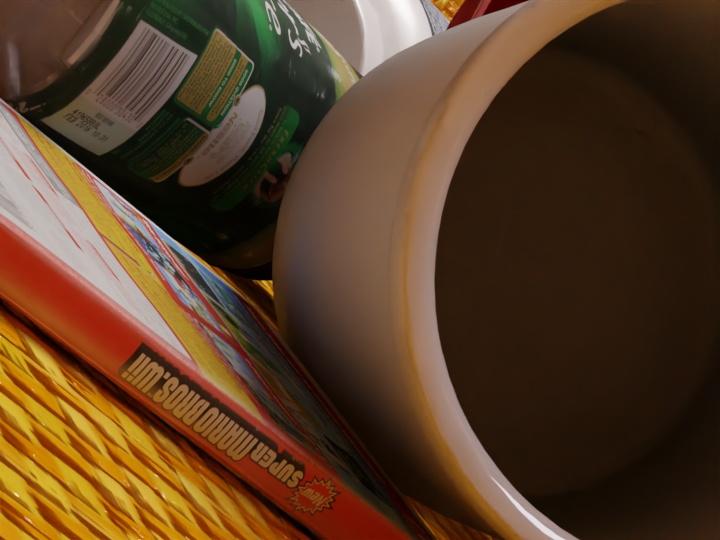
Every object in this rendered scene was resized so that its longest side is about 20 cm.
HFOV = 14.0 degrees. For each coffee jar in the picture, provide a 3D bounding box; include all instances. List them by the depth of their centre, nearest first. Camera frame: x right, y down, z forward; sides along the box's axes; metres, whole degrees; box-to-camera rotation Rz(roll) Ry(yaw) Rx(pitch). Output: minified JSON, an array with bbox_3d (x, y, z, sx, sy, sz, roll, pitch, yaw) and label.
[{"bbox_3d":[-0.067,-0.066,0.917,0.104,0.085,0.200,40,2,27],"label":"coffee jar"}]

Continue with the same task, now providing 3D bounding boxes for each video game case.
[{"bbox_3d":[-0.063,0.004,0.769,0.200,0.017,0.143,40,6,-41],"label":"video game case"}]

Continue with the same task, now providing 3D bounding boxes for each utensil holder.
[{"bbox_3d":[0.070,0.001,0.833,0.170,0.170,0.200,44,-8,-9],"label":"utensil holder"}]

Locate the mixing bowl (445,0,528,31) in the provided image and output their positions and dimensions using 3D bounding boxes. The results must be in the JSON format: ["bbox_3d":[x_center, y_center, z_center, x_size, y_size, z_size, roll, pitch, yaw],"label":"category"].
[{"bbox_3d":[0.094,-0.040,1.014,0.200,0.200,0.108,43,-11,-21],"label":"mixing bowl"}]

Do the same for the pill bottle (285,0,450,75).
[{"bbox_3d":[-0.021,-0.076,1.200,0.120,0.120,0.200,45,4,12],"label":"pill bottle"}]
